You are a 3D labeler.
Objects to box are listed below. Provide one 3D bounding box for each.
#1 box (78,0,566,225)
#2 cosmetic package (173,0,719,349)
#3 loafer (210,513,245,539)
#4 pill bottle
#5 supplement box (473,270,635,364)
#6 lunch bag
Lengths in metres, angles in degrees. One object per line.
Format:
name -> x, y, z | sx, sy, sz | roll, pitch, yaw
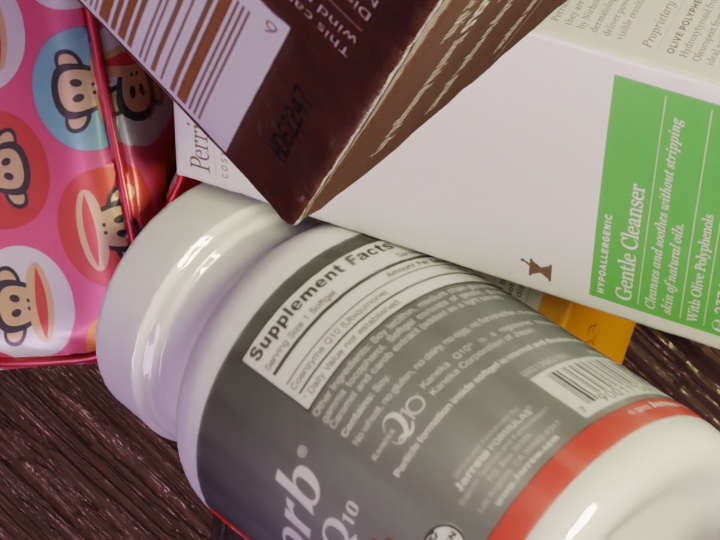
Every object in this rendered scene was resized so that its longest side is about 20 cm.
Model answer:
box -> 0.013, -0.153, 0.589 | 0.166, 0.200, 0.164 | 45, 154, 5
cosmetic package -> 0.046, -0.063, 0.725 | 0.200, 0.085, 0.108 | 16, 137, 17
loafer -> -0.039, 0.092, 0.966 | 0.073, 0.071, 0.200 | 28, -150, -41
pill bottle -> 0.014, 0.054, 0.754 | 0.200, 0.116, 0.116 | 34, 151, 35
supplement box -> 0.000, 0.000, 0.872 | 0.200, 0.074, 0.126 | 24, 106, 25
lunch bag -> -0.122, -0.064, 0.841 | 0.176, 0.082, 0.200 | -3, 99, 32
